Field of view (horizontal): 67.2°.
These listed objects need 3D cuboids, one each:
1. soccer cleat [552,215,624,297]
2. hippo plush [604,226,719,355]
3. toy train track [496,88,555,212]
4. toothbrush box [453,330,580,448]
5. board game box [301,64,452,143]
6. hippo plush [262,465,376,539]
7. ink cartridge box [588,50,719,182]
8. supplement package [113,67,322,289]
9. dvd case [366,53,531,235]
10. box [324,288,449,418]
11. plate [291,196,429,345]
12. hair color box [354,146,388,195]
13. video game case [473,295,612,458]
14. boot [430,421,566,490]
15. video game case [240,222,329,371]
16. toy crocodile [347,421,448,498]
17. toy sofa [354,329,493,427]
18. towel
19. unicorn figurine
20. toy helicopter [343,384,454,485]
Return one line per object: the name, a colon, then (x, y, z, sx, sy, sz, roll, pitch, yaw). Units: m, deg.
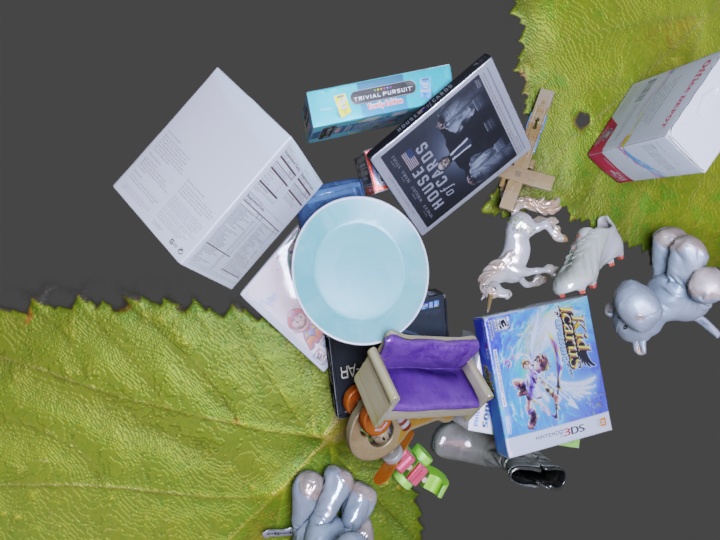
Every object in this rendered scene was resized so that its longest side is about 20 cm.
soccer cleat: (0.356, -0.022, 0.864, 0.197, 0.068, 0.080, -29, 97, -37)
hippo plush: (0.485, 0.036, 0.901, 0.157, 0.163, 0.201, -26, 143, 12)
toy train track: (0.268, -0.190, 0.872, 0.112, 0.032, 0.206, 19, 86, 22)
toothbrush box: (0.257, 0.189, 0.876, 0.193, 0.086, 0.151, 11, 85, -12)
board game box: (0.017, -0.232, 0.768, 0.193, 0.151, 0.049, -13, 97, -8)
hippo plush: (-0.055, 0.404, 0.810, 0.193, 0.161, 0.165, -18, 99, -7)
ink cartridge box: (0.460, -0.221, 0.818, 0.085, 0.200, 0.150, 35, 90, -11)
supplement package: (-0.180, -0.114, 0.724, 0.151, 0.151, 0.201, 42, 88, 17)
dvd case: (0.123, -0.162, 0.734, 0.198, 0.025, 0.151, -38, 125, 6)
box: (0.044, 0.128, 0.850, 0.193, 0.043, 0.167, -9, 103, -14)
plate: (0.000, 0.000, 0.750, 0.192, 0.026, 0.208, 2, 78, -11)
hair color box: (0.094, -0.172, 0.808, 0.193, 0.111, 0.066, -18, 98, -6)
video game case: (0.274, 0.155, 0.816, 0.175, 0.045, 0.208, -10, 87, -13)
boot: (0.219, 0.295, 0.867, 0.192, 0.131, 0.070, 8, 95, -10)
video game case: (-0.058, 0.021, 0.847, 0.182, 0.024, 0.201, 42, 88, -11)
toy crocodile: (0.061, 0.295, 0.876, 0.068, 0.062, 0.200, -45, 100, -2)
toy sofa: (0.097, 0.152, 0.758, 0.195, 0.084, 0.099, 9, 129, -36)
towel: (-0.025, -0.027, 0.788, 0.108, 0.049, 0.207, -12, 82, -13)
unicorn figurine: (0.260, -0.021, 0.879, 0.132, 0.074, 0.208, 9, 79, -10)
toy helicopter: (0.068, 0.234, 0.818, 0.194, 0.078, 0.138, -9, 103, -25)
